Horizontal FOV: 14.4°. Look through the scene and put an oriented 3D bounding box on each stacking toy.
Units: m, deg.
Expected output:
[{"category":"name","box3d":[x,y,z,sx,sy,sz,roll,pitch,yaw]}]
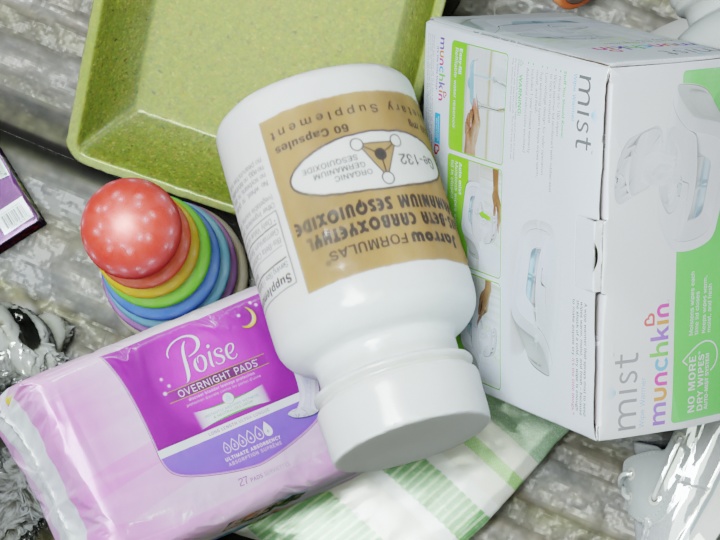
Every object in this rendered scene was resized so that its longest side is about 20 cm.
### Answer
[{"category":"stacking toy","box3d":[-0.117,-0.009,1.585,0.085,0.200,0.086,-1,82,6]}]

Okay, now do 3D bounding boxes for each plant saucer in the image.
[{"category":"plant saucer","box3d":[-0.055,-0.129,1.637,0.199,0.048,0.201,19,119,8]}]

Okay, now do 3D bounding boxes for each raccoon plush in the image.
[{"category":"raccoon plush","box3d":[-0.221,0.113,1.658,0.096,0.134,0.201,15,117,-5]}]

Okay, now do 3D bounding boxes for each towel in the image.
[{"category":"towel","box3d":[0.001,0.113,1.649,0.152,0.023,0.200,42,87,9]}]

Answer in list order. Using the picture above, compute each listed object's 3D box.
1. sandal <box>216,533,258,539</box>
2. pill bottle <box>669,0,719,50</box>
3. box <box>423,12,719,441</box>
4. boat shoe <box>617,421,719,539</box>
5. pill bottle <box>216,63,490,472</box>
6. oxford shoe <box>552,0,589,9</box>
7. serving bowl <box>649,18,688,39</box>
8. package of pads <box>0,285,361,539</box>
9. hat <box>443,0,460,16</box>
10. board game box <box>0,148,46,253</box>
[{"category":"sandal","box3d":[-0.078,0.182,1.601,0.200,0.080,0.058,9,113,15]},{"category":"pill bottle","box3d":[0.231,-0.085,1.539,0.112,0.112,0.201,-18,81,3]},{"category":"box","box3d":[0.114,-0.029,1.540,0.096,0.176,0.201,-7,105,-31]},{"category":"boat shoe","box3d":[0.182,0.114,1.596,0.068,0.072,0.201,28,101,13]},{"category":"pill bottle","box3d":[0.000,0.000,1.539,0.114,0.114,0.201,-18,73,3]},{"category":"oxford shoe","box3d":[0.141,-0.248,1.668,0.073,0.071,0.201,19,80,28]},{"category":"serving bowl","box3d":[0.215,-0.057,1.627,0.199,0.066,0.201,-1,82,6]},{"category":"package of pads","box3d":[-0.092,0.087,1.570,0.199,0.076,0.121,-22,80,-30]},{"category":"hat","box3d":[-0.021,-0.216,1.658,0.200,0.081,0.202,7,116,14]},{"category":"board game box","box3d":[-0.301,-0.025,1.694,0.199,0.032,0.120,-32,85,0]}]
